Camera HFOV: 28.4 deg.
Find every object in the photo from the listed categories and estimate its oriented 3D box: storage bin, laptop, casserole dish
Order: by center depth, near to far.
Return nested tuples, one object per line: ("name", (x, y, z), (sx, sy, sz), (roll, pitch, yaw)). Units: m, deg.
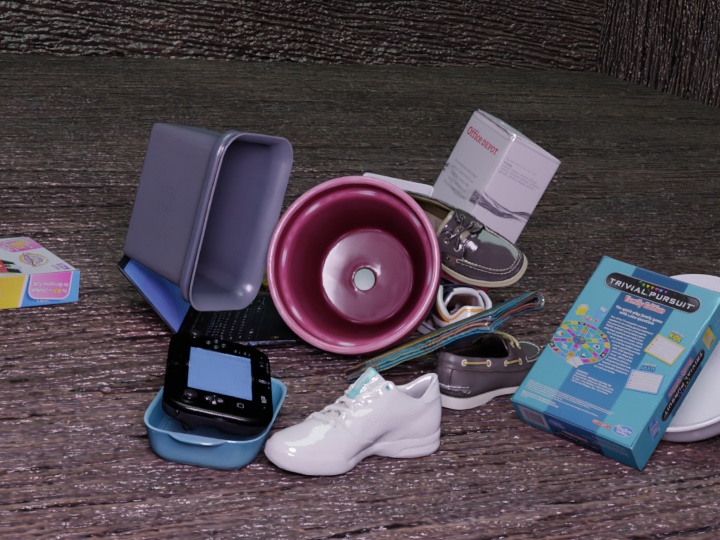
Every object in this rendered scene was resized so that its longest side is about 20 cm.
("casserole dish", (-0.140, 0.144, 1.383), (0.120, 0.039, 0.200), (8, 17, 4))
("storage bin", (-0.175, -0.073, 1.610), (0.133, 0.202, 0.145), (23, 13, 32))
("laptop", (-0.169, 0.016, 1.681), (0.198, 0.104, 0.177), (-2, 17, 3))

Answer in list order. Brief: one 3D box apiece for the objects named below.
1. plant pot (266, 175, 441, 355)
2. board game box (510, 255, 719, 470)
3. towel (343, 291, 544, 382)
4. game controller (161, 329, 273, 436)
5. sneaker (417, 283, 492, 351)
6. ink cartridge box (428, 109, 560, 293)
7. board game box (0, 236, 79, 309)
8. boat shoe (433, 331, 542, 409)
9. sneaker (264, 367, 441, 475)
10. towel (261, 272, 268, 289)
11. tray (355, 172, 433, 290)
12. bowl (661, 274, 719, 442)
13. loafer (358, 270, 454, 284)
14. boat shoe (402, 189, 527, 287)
("plant pot", (0.000, 0.000, 1.670), (0.198, 0.202, 0.179), (8, -3, 7))
("board game box", (0.274, 0.093, 1.490), (0.150, 0.047, 0.201), (20, 64, 38))
("towel", (0.093, 0.074, 1.567), (0.199, 0.022, 0.146), (-24, -3, 32))
("game controller", (-0.137, 0.106, 1.371), (0.103, 0.043, 0.200), (4, 17, -7))
("sneaker", (0.115, 0.050, 1.733), (0.078, 0.080, 0.200), (2, 15, -15))
("ink cartridge box", (0.155, -0.090, 1.837), (0.084, 0.201, 0.146), (23, 12, -22))
("board game box", (-0.461, 0.005, 1.717), (0.198, 0.041, 0.153), (-6, 20, -36))
("boat shoe", (0.150, 0.102, 1.596), (0.071, 0.061, 0.200), (18, 20, 34))
("sneaker", (-0.005, 0.138, 1.366), (0.198, 0.089, 0.075), (-7, 22, -38))
("towel", (-0.167, -0.007, 1.918), (0.198, 0.018, 0.086), (14, 17, 24))
("tray", (0.017, -0.033, 1.860), (0.106, 0.201, 0.022), (12, -26, 23))
("bowl", (0.351, 0.110, 1.531), (0.199, 0.091, 0.202), (-16, 46, 16))
("loafer", (0.056, 0.002, 1.872), (0.198, 0.064, 0.072), (10, -4, 16))
("boat shoe", (0.109, -0.041, 1.725), (0.199, 0.074, 0.065), (22, -21, 28))
